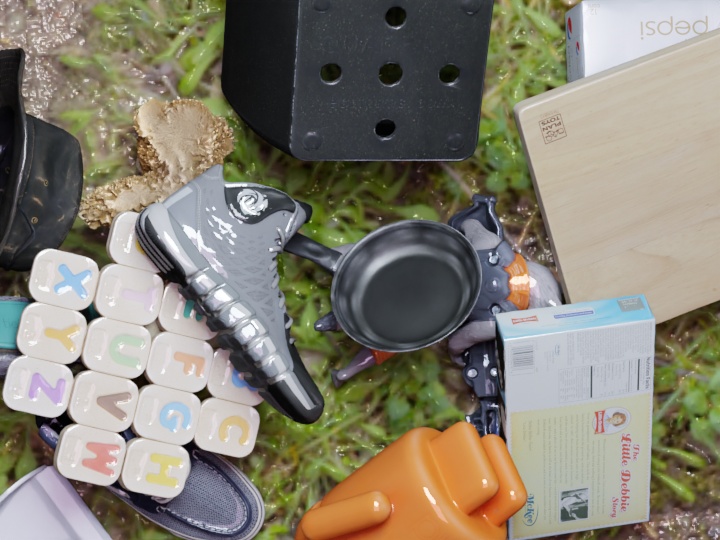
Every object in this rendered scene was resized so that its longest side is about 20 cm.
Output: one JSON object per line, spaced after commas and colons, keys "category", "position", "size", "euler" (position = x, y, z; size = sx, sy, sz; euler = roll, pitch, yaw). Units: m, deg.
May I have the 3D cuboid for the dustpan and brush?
{"category": "dustpan and brush", "position": [-0.278, 0.261, 1.415], "size": [0.200, 0.057, 0.140], "euler": [-37, 93, -4]}

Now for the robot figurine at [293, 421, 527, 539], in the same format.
{"category": "robot figurine", "position": [0.029, 0.196, 1.399], "size": [0.200, 0.144, 0.117], "euler": [-40, 90, 21]}

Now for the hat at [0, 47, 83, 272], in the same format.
{"category": "hat", "position": [-0.253, -0.061, 1.380], "size": [0.081, 0.200, 0.202], "euler": [14, 88, -27]}

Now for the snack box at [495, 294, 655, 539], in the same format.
{"category": "snack box", "position": [0.164, 0.116, 1.417], "size": [0.115, 0.037, 0.201], "euler": [-7, 124, -5]}

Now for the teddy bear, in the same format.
{"category": "teddy bear", "position": [-0.144, -0.029, 1.419], "size": [0.144, 0.067, 0.201], "euler": [-16, 87, -25]}

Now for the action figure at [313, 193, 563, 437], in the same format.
{"category": "action figure", "position": [0.066, 0.045, 1.430], "size": [0.192, 0.105, 0.201], "euler": [-11, 87, 5]}

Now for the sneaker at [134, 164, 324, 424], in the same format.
{"category": "sneaker", "position": [-0.063, 0.007, 1.351], "size": [0.115, 0.075, 0.200], "euler": [-41, 102, -18]}

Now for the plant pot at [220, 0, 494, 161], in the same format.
{"category": "plant pot", "position": [0.007, -0.179, 1.344], "size": [0.199, 0.178, 0.200], "euler": [0, 119, -9]}

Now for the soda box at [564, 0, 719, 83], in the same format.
{"category": "soda box", "position": [0.266, -0.180, 1.465], "size": [0.199, 0.068, 0.064], "euler": [-2, 89, -5]}

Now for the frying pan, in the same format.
{"category": "frying pan", "position": [-0.001, 0.015, 1.379], "size": [0.189, 0.031, 0.115], "euler": [-2, 57, 16]}

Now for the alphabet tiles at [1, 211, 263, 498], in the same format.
{"category": "alphabet tiles", "position": [-0.157, 0.062, 1.362], "size": [0.195, 0.015, 0.201], "euler": [15, 84, -20]}

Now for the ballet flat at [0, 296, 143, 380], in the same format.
{"category": "ballet flat", "position": [-0.217, 0.054, 1.415], "size": [0.199, 0.072, 0.072], "euler": [3, 89, -33]}

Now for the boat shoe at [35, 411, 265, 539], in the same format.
{"category": "boat shoe", "position": [-0.162, 0.153, 1.410], "size": [0.199, 0.093, 0.075], "euler": [29, 87, -4]}

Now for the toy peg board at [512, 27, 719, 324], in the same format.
{"category": "toy peg board", "position": [0.224, -0.076, 1.423], "size": [0.199, 0.098, 0.200], "euler": [-21, 110, -5]}
